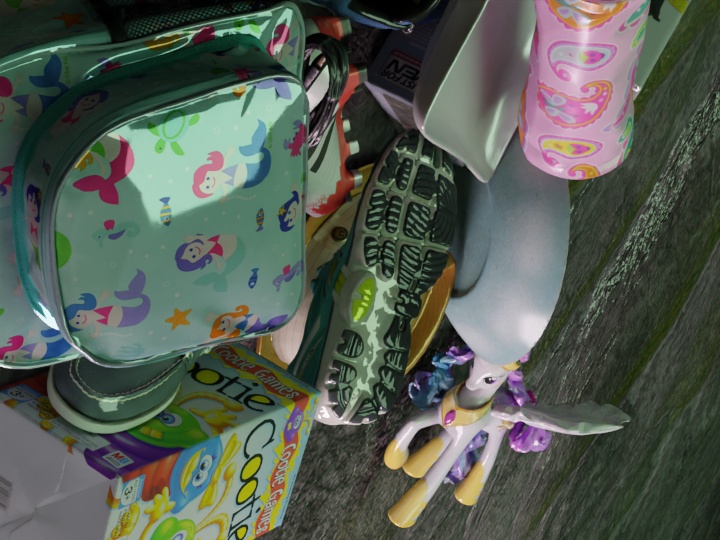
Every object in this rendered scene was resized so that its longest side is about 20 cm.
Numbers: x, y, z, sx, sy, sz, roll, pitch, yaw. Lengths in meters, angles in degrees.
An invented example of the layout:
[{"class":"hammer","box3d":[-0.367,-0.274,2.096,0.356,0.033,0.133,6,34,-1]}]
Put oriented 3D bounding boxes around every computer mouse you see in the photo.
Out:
[{"class":"computer mouse","box3d":[-0.055,-0.072,0.958,0.034,0.059,0.200,-16,167,-38]}]

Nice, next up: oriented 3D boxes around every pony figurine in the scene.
[{"class":"pony figurine","box3d":[0.114,0.118,1.491,0.192,0.167,0.201,-7,136,-52]}]

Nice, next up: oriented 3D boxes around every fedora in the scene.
[{"class":"fedora","box3d":[0.008,0.021,1.233,0.201,0.081,0.202,-45,151,-35]}]

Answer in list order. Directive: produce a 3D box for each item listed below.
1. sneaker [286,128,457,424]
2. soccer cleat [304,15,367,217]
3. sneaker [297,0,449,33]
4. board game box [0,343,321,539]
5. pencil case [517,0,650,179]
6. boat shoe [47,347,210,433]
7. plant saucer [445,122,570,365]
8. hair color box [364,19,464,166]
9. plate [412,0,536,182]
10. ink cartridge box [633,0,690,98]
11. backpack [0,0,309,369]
[{"class":"sneaker","box3d":[0.000,0.000,1.126,0.077,0.079,0.202,28,79,-37]},{"class":"soccer cleat","box3d":[-0.044,-0.088,1.058,0.084,0.069,0.200,-14,159,-9]},{"class":"sneaker","box3d":[0.020,-0.174,1.056,0.199,0.089,0.079,-7,122,-61]},{"class":"board game box","box3d":[-0.128,0.116,1.038,0.199,0.102,0.106,-19,131,-56]},{"class":"pencil case","box3d":[0.146,-0.144,1.099,0.088,0.087,0.201,-50,159,-26]},{"class":"boat shoe","box3d":[-0.110,0.021,1.004,0.200,0.073,0.062,-43,168,-51]},{"class":"plant saucer","box3d":[0.088,-0.032,1.260,0.038,0.201,0.203,1,119,-24]},{"class":"hair color box","box3d":[0.087,-0.186,1.212,0.201,0.060,0.099,-59,155,-8]},{"class":"plate","box3d":[0.095,-0.166,1.115,0.201,0.032,0.200,-64,163,1]},{"class":"ink cartridge box","box3d":[0.197,-0.198,1.315,0.201,0.085,0.148,-59,179,-24]},{"class":"backpack","box3d":[-0.121,-0.044,0.817,0.198,0.151,0.179,-10,123,-22]}]
